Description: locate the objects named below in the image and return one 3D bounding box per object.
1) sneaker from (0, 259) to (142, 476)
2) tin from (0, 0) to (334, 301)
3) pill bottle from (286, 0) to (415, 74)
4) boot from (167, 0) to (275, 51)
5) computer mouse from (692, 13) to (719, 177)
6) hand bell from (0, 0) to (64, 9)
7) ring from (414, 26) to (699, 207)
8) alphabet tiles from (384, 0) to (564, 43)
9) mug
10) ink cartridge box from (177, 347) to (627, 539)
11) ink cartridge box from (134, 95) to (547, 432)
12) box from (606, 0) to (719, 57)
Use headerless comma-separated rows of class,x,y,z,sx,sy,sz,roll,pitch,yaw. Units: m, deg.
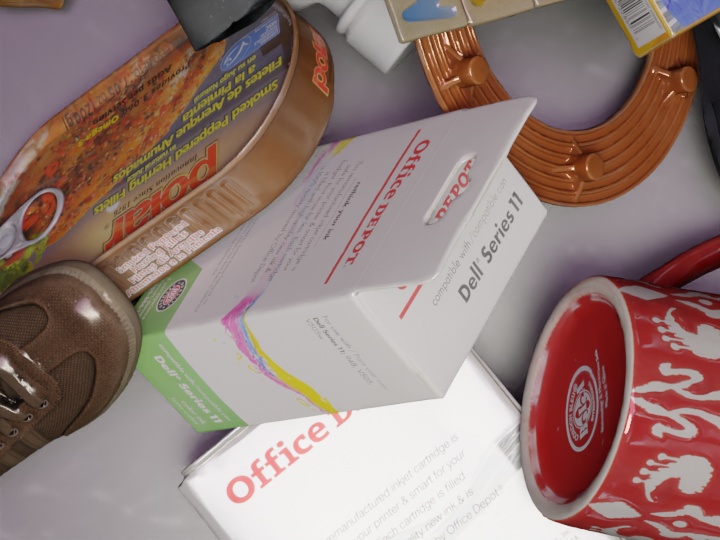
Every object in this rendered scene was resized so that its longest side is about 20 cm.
sneaker,-0.169,0.070,1.071,0.070,0.076,0.200,44,132,-7
tin,-0.094,-0.047,1.088,0.200,0.112,0.042,-33,128,25
pill bottle,-0.032,-0.190,1.098,0.200,0.120,0.120,43,90,0
boot,-0.115,-0.179,1.028,0.165,0.066,0.200,-34,99,20
computer mouse,0.166,-0.121,1.099,0.140,0.046,0.201,-9,90,-41
hand bell,-0.233,-0.162,1.129,0.199,0.104,0.105,18,90,-13
ring,0.096,-0.129,1.085,0.200,0.019,0.201,3,85,-42
alphabet tiles,0.047,-0.189,1.025,0.199,0.006,0.167,-17,85,-26
mug,0.176,0.065,1.082,0.199,0.178,0.134,11,113,-20
ink cartridge box,0.032,0.127,1.119,0.147,0.083,0.200,-38,90,-1
ink cartridge box,0.000,0.000,1.038,0.067,0.200,0.117,50,52,-25
box,0.174,-0.191,1.046,0.200,0.041,0.119,-31,91,-19
